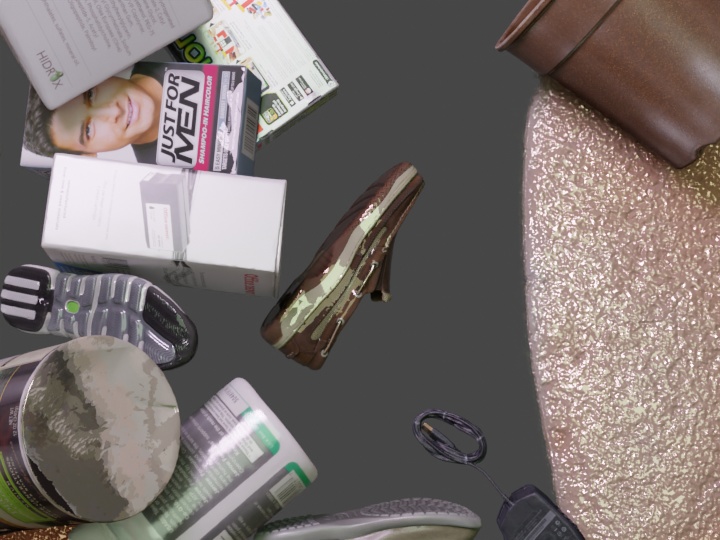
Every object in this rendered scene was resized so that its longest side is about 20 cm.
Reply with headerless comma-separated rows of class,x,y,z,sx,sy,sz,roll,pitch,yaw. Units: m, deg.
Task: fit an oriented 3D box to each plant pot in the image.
plant pot,0.257,-0.209,1.617,0.198,0.200,0.201,40,82,-4

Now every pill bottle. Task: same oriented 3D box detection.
pill bottle,-0.144,0.196,1.567,0.200,0.113,0.113,-40,85,-8

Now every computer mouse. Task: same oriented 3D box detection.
computer mouse,0.124,0.196,1.626,0.059,0.034,0.200,-45,81,9

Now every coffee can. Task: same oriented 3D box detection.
coffee can,-0.260,0.138,1.503,0.145,0.199,0.148,10,75,-37

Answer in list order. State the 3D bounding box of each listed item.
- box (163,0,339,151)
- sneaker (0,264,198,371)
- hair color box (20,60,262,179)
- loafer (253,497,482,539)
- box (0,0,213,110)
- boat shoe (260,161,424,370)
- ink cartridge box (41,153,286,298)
box,-0.120,-0.214,1.668,0.110,0.035,0.201,-35,85,-7
sneaker,-0.201,0.036,1.580,0.198,0.115,0.076,17,94,27
hair color box,-0.192,-0.129,1.616,0.198,0.061,0.100,3,83,12
loafer,0.009,0.243,1.595,0.198,0.075,0.070,-7,93,1
box,-0.258,-0.292,1.557,0.170,0.201,0.199,-29,47,-7
boat shoe,-0.001,0.000,1.631,0.075,0.075,0.203,40,88,-10
ink cartridge box,-0.164,-0.036,1.585,0.198,0.145,0.085,7,81,-2
